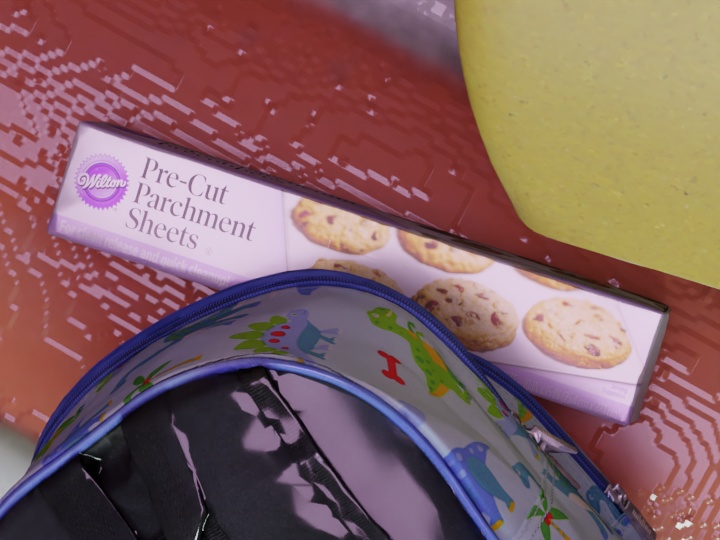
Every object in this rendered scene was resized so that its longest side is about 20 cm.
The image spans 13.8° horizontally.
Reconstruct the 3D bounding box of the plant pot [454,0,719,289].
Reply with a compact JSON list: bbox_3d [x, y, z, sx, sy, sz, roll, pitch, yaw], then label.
[{"bbox_3d":[0.128,-0.102,0.855,0.195,0.194,0.201,18,125,7],"label":"plant pot"}]

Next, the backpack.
[{"bbox_3d":[-0.009,0.102,0.899,0.183,0.147,0.200,-33,104,21],"label":"backpack"}]

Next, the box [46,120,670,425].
[{"bbox_3d":[0.000,0.000,0.958,0.199,0.039,0.042,19,95,7],"label":"box"}]
